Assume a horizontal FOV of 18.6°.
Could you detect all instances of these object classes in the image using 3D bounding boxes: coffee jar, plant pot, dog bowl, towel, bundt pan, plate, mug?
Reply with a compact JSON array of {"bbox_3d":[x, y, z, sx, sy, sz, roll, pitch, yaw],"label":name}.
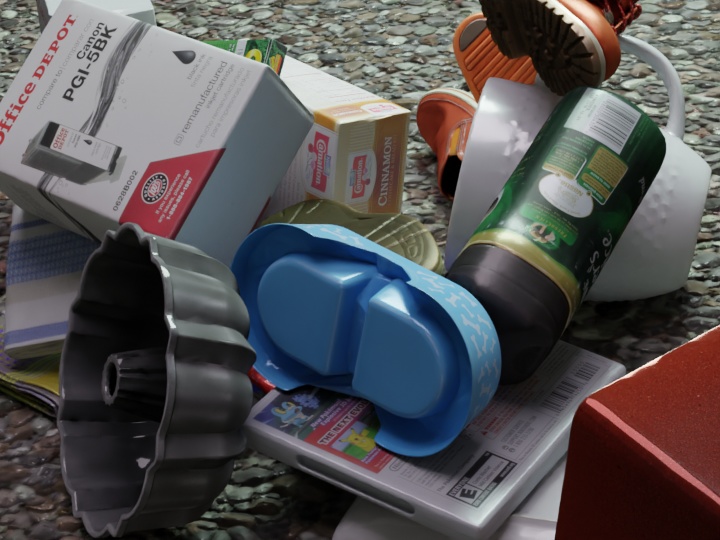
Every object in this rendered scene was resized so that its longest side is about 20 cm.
[{"bbox_3d":[0.122,-0.021,1.445,0.085,0.104,0.200,32,57,4],"label":"coffee jar"},{"bbox_3d":[0.238,0.156,1.214,0.199,0.201,0.176,-24,46,-30],"label":"plant pot"},{"bbox_3d":[0.004,0.037,1.389,0.199,0.112,0.049,27,28,31],"label":"dog bowl"},{"bbox_3d":[-0.190,-0.035,1.599,0.146,0.024,0.201,-12,60,20],"label":"towel"},{"bbox_3d":[-0.127,0.073,1.410,0.075,0.203,0.202,5,23,-27],"label":"bundt pan"},{"bbox_3d":[-0.202,0.042,1.636,0.143,0.023,0.200,19,38,37],"label":"towel"},{"bbox_3d":[0.104,0.127,1.430,0.199,0.032,0.200,7,33,20],"label":"plate"},{"bbox_3d":[0.169,-0.076,1.612,0.174,0.201,0.148,13,-3,7],"label":"mug"}]

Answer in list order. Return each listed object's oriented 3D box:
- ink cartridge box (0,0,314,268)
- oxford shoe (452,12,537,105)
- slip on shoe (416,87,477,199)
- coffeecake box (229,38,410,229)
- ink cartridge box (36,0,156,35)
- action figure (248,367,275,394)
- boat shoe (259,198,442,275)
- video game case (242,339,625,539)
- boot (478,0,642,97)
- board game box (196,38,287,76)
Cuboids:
[{"bbox_3d":[-0.156,-0.093,1.547,0.199,0.083,0.147,21,76,32],"label":"ink cartridge box"},{"bbox_3d":[0.139,-0.125,1.731,0.071,0.200,0.073,-42,18,2],"label":"oxford shoe"},{"bbox_3d":[0.086,-0.088,1.770,0.061,0.074,0.200,-17,37,-15],"label":"slip on shoe"},{"bbox_3d":[-0.058,-0.074,1.670,0.073,0.154,0.200,-13,28,-38],"label":"coffeecake box"},{"bbox_3d":[-0.206,-0.142,1.774,0.084,0.201,0.145,-12,31,-11],"label":"ink cartridge box"},{"bbox_3d":[-0.060,0.069,1.528,0.199,0.052,0.065,14,30,27],"label":"action figure"},{"bbox_3d":[-0.002,0.001,1.498,0.073,0.063,0.200,-28,24,-25],"label":"boat shoe"},{"bbox_3d":[0.049,0.087,1.430,0.181,0.023,0.200,22,39,25],"label":"video game case"},{"bbox_3d":[0.159,-0.184,1.551,0.107,0.075,0.200,-19,24,-6],"label":"boot"},{"bbox_3d":[-0.120,-0.074,1.615,0.104,0.201,0.023,4,-16,42],"label":"board game box"}]
